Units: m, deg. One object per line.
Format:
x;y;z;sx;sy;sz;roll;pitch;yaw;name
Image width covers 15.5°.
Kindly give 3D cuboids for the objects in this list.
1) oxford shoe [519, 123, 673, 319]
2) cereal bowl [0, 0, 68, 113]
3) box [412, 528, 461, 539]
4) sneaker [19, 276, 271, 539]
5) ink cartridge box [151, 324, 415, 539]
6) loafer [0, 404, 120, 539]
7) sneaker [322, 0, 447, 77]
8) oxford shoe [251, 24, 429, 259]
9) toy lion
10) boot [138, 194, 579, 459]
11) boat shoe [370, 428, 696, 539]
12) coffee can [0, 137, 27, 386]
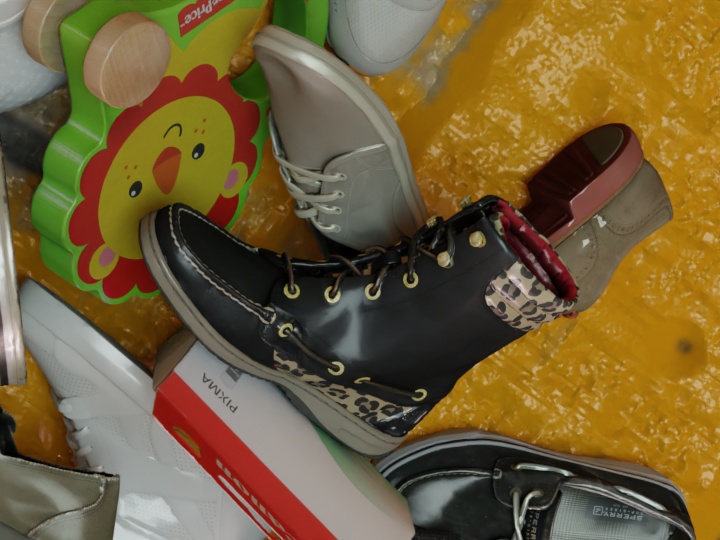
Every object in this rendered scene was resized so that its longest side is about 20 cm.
0.095;0.010;1.474;0.200;0.070;0.075;-41;117;-1;oxford shoe
-0.204;-0.171;1.339;0.198;0.083;0.202;-4;104;-14;cereal bowl
0.024;0.266;1.445;0.051;0.158;0.201;4;113;2;box
-0.141;0.106;1.426;0.116;0.074;0.200;-45;109;-2;sneaker
-0.039;0.099;1.371;0.050;0.200;0.161;-44;97;1;ink cartridge box
-0.211;0.093;1.386;0.199;0.075;0.070;28;91;0;loafer
0.043;-0.194;1.398;0.075;0.092;0.201;24;95;-19;sneaker
-0.014;-0.054;1.385;0.058;0.075;0.200;-50;147;-16;oxford shoe
-0.092;-0.085;1.377;0.200;0.068;0.193;-38;141;-29;toy lion
0.000;-0.001;1.362;0.153;0.074;0.203;-35;125;23;boot
0.099;0.134;1.500;0.198;0.071;0.073;3;103;-13;boat shoe
-0.273;-0.003;1.315;0.198;0.146;0.148;-7;105;-9;coffee can
